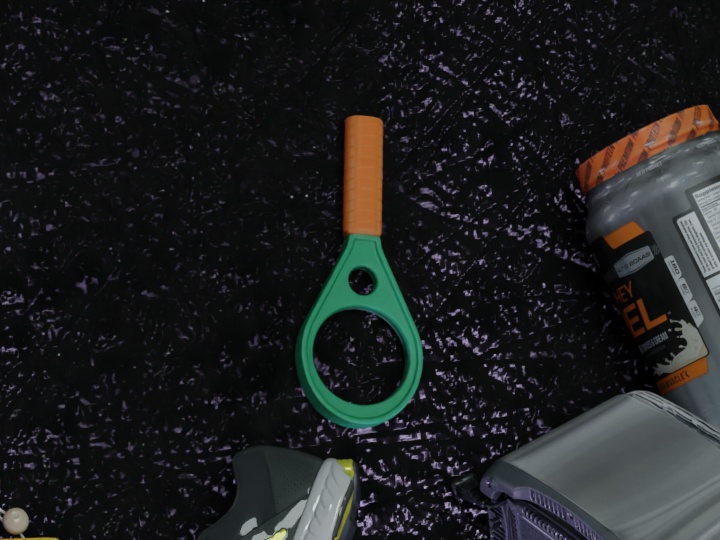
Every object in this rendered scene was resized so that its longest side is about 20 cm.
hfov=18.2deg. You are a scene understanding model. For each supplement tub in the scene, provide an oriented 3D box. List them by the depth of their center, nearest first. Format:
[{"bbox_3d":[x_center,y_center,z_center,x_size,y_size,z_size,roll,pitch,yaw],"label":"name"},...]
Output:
[{"bbox_3d":[0.222,0.005,1.427,0.122,0.123,0.201,-22,81,-22],"label":"supplement tub"}]

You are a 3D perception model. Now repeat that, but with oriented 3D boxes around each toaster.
[{"bbox_3d":[0.164,0.155,1.351,0.129,0.200,0.114,-28,128,-26],"label":"toaster"}]

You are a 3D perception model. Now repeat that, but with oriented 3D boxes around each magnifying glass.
[{"bbox_3d":[0.000,0.000,1.416,0.079,0.022,0.201,6,75,-15],"label":"magnifying glass"}]

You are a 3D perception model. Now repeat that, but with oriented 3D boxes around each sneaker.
[{"bbox_3d":[-0.067,0.195,1.319,0.084,0.075,0.201,19,73,15],"label":"sneaker"}]

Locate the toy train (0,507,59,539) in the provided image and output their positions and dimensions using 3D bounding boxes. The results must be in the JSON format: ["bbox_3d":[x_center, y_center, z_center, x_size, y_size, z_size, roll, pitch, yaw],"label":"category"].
[{"bbox_3d":[-0.241,0.186,1.269,0.150,0.056,0.201,25,65,-8],"label":"toy train"}]
